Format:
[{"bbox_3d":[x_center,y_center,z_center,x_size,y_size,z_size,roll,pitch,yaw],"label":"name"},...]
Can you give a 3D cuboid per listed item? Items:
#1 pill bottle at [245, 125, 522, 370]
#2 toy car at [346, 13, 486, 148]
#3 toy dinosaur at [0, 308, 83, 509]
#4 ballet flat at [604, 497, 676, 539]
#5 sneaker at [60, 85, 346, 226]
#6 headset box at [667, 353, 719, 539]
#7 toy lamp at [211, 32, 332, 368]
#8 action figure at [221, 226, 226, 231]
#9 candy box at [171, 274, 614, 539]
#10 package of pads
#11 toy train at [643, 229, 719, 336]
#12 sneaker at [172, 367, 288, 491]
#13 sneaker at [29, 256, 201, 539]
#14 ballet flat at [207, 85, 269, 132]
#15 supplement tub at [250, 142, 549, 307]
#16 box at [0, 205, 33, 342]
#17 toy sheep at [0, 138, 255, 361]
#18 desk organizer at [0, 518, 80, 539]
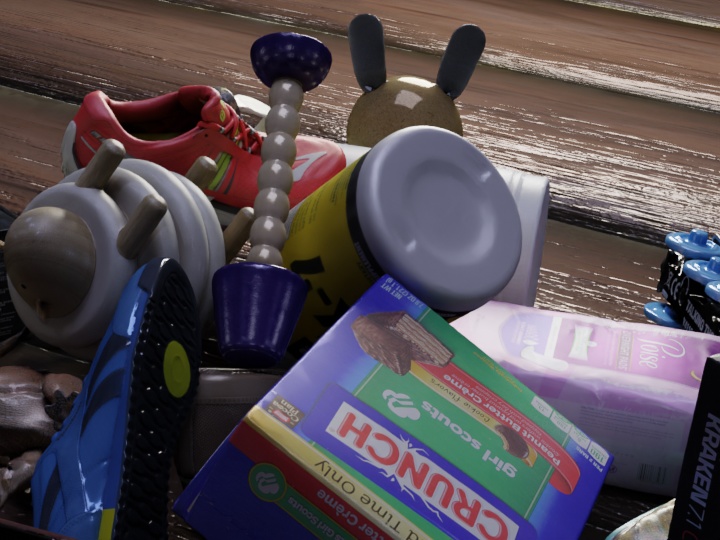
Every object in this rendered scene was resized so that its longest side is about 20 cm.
[{"bbox_3d":[0.000,0.000,0.973,0.114,0.115,0.200,-11,-14,-37],"label":"pill bottle"},{"bbox_3d":[0.033,-0.106,1.248,0.163,0.201,0.158,3,21,-6],"label":"toy car"},{"bbox_3d":[-0.196,0.080,0.894,0.199,0.086,0.136,21,3,10],"label":"toy dinosaur"},{"bbox_3d":[0.206,0.140,0.853,0.070,0.071,0.200,22,32,36],"label":"ballet flat"},{"bbox_3d":[-0.094,-0.080,1.018,0.199,0.085,0.077,1,40,-25],"label":"sneaker"},{"bbox_3d":[0.240,0.148,0.691,0.092,0.175,0.200,-9,26,-33],"label":"headset box"},{"bbox_3d":[-0.053,-0.041,0.909,0.058,0.058,0.201,5,66,-1],"label":"toy lamp"},{"bbox_3d":[-0.143,0.008,1.109,0.149,0.134,0.200,42,14,-36],"label":"action figure"},{"bbox_3d":[0.026,0.108,0.791,0.169,0.077,0.200,38,29,4],"label":"candy box"},{"bbox_3d":[0.132,0.077,0.980,0.199,0.076,0.121,9,24,10],"label":"package of pads"},{"bbox_3d":[0.279,0.036,1.119,0.114,0.087,0.200,12,18,-8],"label":"toy train"},{"bbox_3d":[-0.045,0.097,0.913,0.070,0.076,0.200,4,-3,35],"label":"sneaker"},{"bbox_3d":[-0.133,0.084,0.792,0.078,0.066,0.201,-5,60,24],"label":"sneaker"},{"bbox_3d":[-0.081,-0.088,1.167,0.072,0.072,0.200,13,-10,18],"label":"ballet flat"},{"bbox_3d":[0.030,-0.020,1.125,0.199,0.133,0.132,8,21,10],"label":"supplement tub"},{"bbox_3d":[-0.348,-0.002,1.051,0.199,0.087,0.163,-12,28,-38],"label":"box"},{"bbox_3d":[-0.138,-0.006,0.946,0.137,0.139,0.200,21,7,35],"label":"toy sheep"},{"bbox_3d":[-0.117,0.171,0.676,0.199,0.077,0.072,11,22,15],"label":"desk organizer"}]
